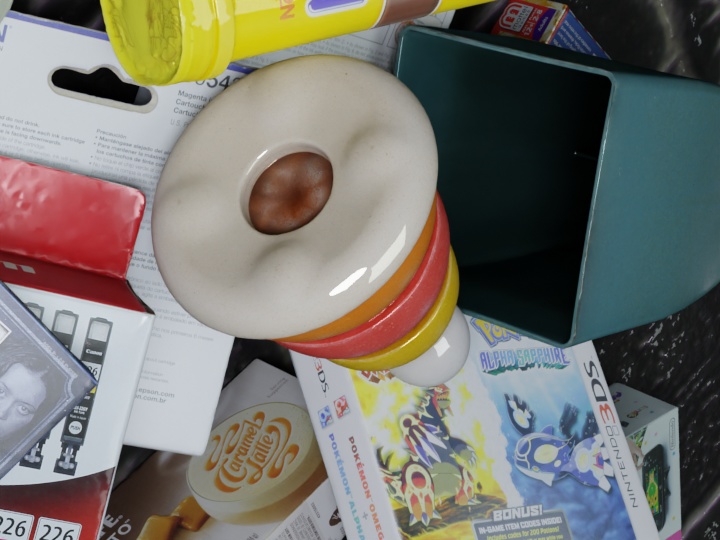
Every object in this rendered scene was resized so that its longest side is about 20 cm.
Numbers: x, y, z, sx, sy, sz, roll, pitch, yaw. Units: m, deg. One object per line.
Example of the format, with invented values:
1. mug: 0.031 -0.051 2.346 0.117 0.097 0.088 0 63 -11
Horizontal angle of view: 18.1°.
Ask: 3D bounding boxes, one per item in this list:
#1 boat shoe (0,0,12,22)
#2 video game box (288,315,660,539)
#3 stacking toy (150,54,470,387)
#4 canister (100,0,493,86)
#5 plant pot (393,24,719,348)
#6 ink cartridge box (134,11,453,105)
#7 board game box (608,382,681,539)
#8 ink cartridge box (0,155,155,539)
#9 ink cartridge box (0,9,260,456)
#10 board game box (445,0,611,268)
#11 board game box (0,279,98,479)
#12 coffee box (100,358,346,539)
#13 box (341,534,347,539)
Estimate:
1. boat shoe: -0.252 -0.112 0.998 0.200 0.071 0.070 -25 130 -28
2. video game box: 0.067 0.101 1.226 0.199 0.047 0.183 -2 65 -43
3. stacking toy: 0.000 0.000 1.112 0.147 0.146 0.200 -58 145 -11
4. canister: -0.025 -0.180 1.077 0.199 0.086 0.149 -16 104 -30
5. plant pot: 0.127 -0.053 1.237 0.199 0.141 0.142 -7 109 -49
6. ink cartridge box: -0.035 -0.107 1.209 0.162 0.057 0.201 12 99 -45
7. board game box: 0.124 0.182 1.487 0.199 0.064 0.148 -25 122 -35
8. ink cartridge box: -0.204 0.031 1.033 0.199 0.084 0.177 12 98 -17
9. ink cartridge box: -0.147 -0.021 1.111 0.195 0.043 0.201 12 97 -22
10. board game box: 0.094 -0.037 1.336 0.151 0.046 0.201 42 75 -44
11. board game box: -0.228 0.023 0.962 0.135 0.035 0.200 -44 107 -4
12. coffee box: -0.077 0.155 1.242 0.200 0.114 0.080 -42 131 -24
13. box: 0.020 0.263 1.197 0.200 0.044 0.160 46 70 -11
